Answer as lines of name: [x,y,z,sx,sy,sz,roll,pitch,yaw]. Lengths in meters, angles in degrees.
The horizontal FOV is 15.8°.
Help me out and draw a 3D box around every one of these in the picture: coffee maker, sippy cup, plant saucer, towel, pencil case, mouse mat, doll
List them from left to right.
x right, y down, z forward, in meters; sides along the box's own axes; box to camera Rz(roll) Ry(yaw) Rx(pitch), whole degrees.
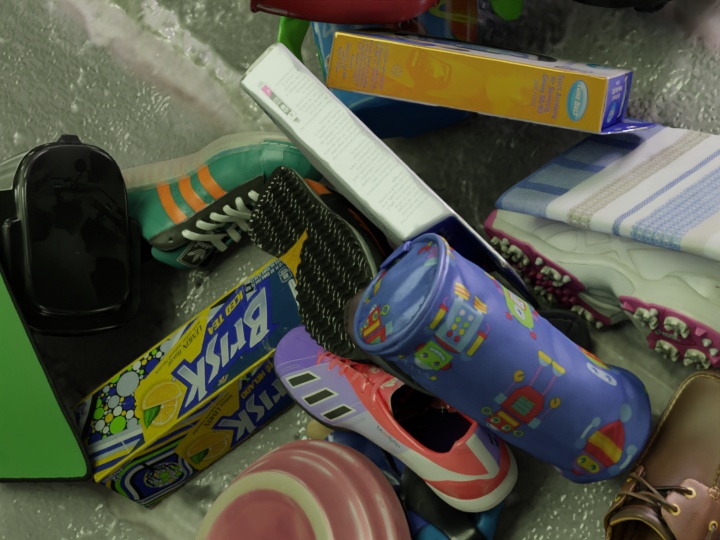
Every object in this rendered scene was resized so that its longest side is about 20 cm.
mouse mat: [-0.267,0.060,1.806,0.008,0.201,0.161,-32,16,-37]
coffee maker: [-0.253,0.005,1.866,0.134,0.193,0.200,-31,19,-37]
plant saucer: [-0.050,0.206,1.662,0.200,0.051,0.202,-17,67,45]
sippy cup: [0.024,-0.164,1.776,0.178,0.139,0.131,131,137,-67]
doll: [0.034,0.157,1.660,0.136,0.048,0.200,-44,47,11]
pencil case: [0.086,0.053,1.530,0.078,0.200,0.087,-40,35,25]
towel: [0.204,-0.048,1.598,0.199,0.024,0.147,14,33,38]

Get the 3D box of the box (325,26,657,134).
box: [0.089,-0.120,1.637,0.199,0.119,0.042,9,99,12]

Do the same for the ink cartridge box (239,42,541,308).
ink cartridge box: [0.022,-0.043,1.624,0.043,0.196,0.200,-44,75,1]

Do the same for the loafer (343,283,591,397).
loafer: [0.058,0.045,1.605,0.063,0.199,0.072,3,84,47]

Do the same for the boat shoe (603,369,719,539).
boat shoe: [0.185,0.150,1.544,0.072,0.068,0.201,11,75,38]

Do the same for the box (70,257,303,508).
box: [-0.099,0.076,1.783,0.200,0.064,0.070,-37,52,17]

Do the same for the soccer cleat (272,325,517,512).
soccer cleat: [0.016,0.078,1.640,0.068,0.073,0.200,-45,53,-15]

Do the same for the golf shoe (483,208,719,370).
golf shoe: [0.170,-0.008,1.638,0.200,0.075,0.092,25,72,35]

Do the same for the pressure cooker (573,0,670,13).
pressure cooker: [0.178,-0.263,1.668,0.178,0.201,0.176,-31,35,-14]

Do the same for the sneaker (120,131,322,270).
sneaker: [-0.105,-0.041,1.844,0.199,0.071,0.080,-15,64,35]

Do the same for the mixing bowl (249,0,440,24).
mixing bowl: [0.019,-0.232,1.635,0.108,0.200,0.201,25,83,1]

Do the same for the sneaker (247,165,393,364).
sneaker: [0.000,0.000,1.689,0.070,0.090,0.200,-60,34,17]
